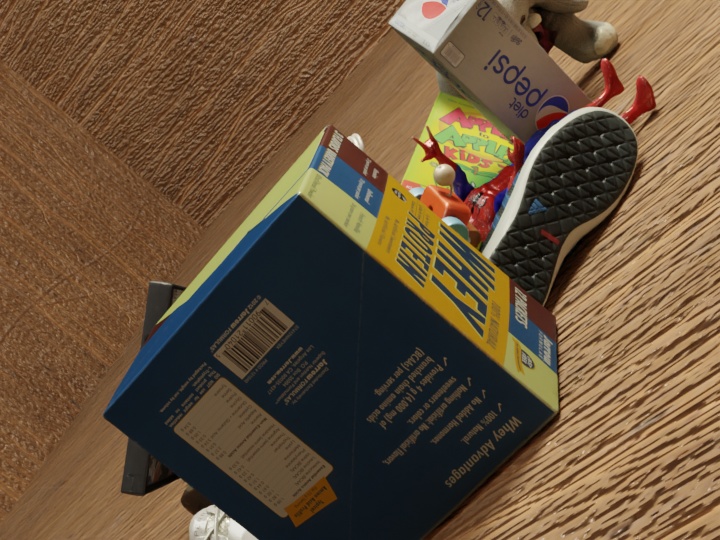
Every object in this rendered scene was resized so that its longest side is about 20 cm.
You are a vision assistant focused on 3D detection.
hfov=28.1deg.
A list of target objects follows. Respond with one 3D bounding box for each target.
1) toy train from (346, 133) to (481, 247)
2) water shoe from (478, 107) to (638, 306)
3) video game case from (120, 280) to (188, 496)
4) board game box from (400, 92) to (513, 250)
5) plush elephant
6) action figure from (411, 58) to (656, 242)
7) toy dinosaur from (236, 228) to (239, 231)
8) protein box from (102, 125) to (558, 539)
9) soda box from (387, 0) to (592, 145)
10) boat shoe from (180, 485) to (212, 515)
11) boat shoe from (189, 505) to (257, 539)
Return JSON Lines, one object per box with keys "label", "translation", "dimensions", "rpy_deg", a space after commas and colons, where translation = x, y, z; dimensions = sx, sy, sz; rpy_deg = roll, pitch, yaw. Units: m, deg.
{"label": "toy train", "translation": [0.029, -0.021, 1.057], "dimensions": [0.200, 0.055, 0.151], "rpy_deg": [43, 118, 60]}
{"label": "water shoe", "translation": [0.122, -0.033, 1.022], "dimensions": [0.200, 0.071, 0.079], "rpy_deg": [-53, 7, -19]}
{"label": "video game case", "translation": [-0.176, 0.105, 1.315], "dimensions": [0.200, 0.025, 0.182], "rpy_deg": [48, -131, -86]}
{"label": "board game box", "translation": [0.091, -0.076, 1.198], "dimensions": [0.200, 0.101, 0.048], "rpy_deg": [-67, -6, -58]}
{"label": "plush elephant", "translation": [0.129, -0.214, 1.287], "dimensions": [0.165, 0.200, 0.155], "rpy_deg": [-41, 6, 7]}
{"label": "action figure", "translation": [0.121, -0.096, 1.066], "dimensions": [0.200, 0.099, 0.065], "rpy_deg": [-44, 40, -9]}
{"label": "toy dinosaur", "translation": [-0.083, 0.068, 1.259], "dimensions": [0.135, 0.201, 0.086], "rpy_deg": [-21, 32, 8]}
{"label": "protein box", "translation": [-0.014, 0.060, 0.908], "dimensions": [0.199, 0.200, 0.135], "rpy_deg": [-47, 10, 21]}
{"label": "soda box", "translation": [0.112, -0.151, 1.116], "dimensions": [0.064, 0.200, 0.068], "rpy_deg": [-51, 44, 3]}
{"label": "boat shoe", "translation": [-0.097, 0.171, 1.257], "dimensions": [0.200, 0.074, 0.074], "rpy_deg": [-34, 19, 56]}
{"label": "boat shoe", "translation": [-0.100, 0.210, 1.093], "dimensions": [0.200, 0.069, 0.071], "rpy_deg": [-46, 15, 50]}
